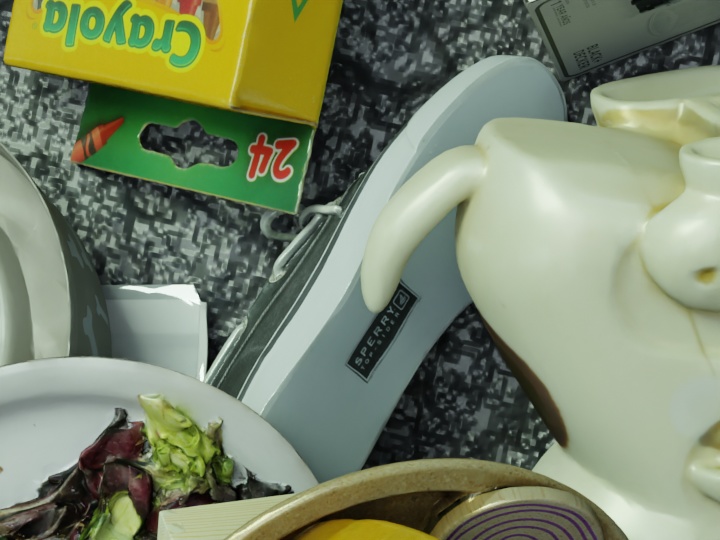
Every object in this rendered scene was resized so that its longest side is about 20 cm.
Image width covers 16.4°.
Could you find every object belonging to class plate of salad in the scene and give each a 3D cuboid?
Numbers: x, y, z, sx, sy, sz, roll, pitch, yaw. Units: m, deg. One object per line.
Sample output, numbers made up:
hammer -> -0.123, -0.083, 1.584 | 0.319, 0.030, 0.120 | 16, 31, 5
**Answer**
plate of salad -> -0.099, 0.124, 0.841 | 0.199, 0.048, 0.201 | -5, 112, -12

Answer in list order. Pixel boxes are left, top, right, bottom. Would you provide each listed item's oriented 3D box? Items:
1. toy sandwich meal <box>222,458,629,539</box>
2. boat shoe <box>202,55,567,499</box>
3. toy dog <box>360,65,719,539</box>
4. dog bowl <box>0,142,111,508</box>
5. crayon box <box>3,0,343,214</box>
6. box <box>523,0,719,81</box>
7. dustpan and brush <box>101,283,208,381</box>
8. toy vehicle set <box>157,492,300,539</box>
toy sandwich meal -> 0.009, 0.152, 0.789 | 0.204, 0.070, 0.206 | -9, 123, -15
boat shoe -> 0.001, 0.002, 0.918 | 0.074, 0.068, 0.200 | 40, 75, -39
toy dog -> 0.103, 0.046, 0.867 | 0.193, 0.140, 0.201 | -10, 109, -21
dog bowl -> -0.180, 0.036, 0.916 | 0.199, 0.059, 0.201 | -7, 73, 22
crayon box -> -0.060, -0.129, 0.902 | 0.127, 0.051, 0.201 | 13, 93, 41
box -> 0.148, -0.140, 0.873 | 0.199, 0.117, 0.060 | -20, 78, 8
dustpan and brush -> -0.127, 0.106, 0.940 | 0.139, 0.057, 0.201 | -1, 91, 7
toy vehicle set -> -0.011, 0.164, 0.851 | 0.124, 0.027, 0.201 | -4, 120, -19
